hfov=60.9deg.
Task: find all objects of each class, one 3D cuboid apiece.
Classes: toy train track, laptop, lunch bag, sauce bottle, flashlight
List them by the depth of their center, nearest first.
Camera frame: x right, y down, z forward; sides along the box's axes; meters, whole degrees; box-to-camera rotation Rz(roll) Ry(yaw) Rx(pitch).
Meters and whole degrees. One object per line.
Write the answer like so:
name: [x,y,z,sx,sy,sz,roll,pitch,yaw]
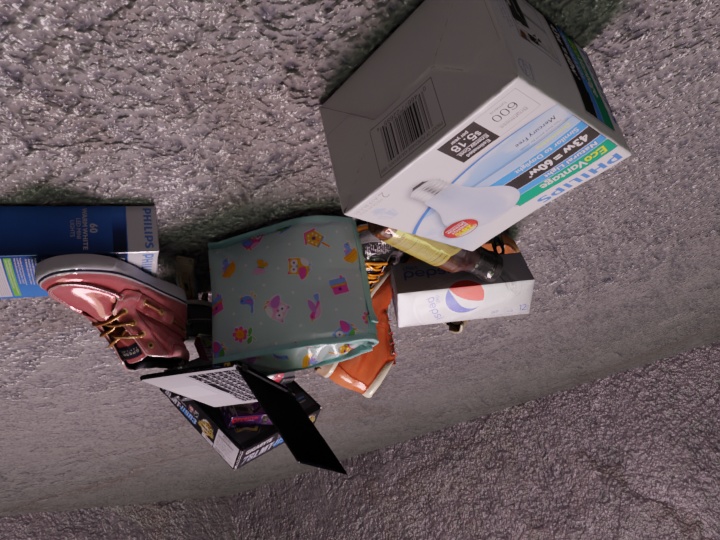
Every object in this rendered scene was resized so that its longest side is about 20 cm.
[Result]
laptop: [-0.135,0.190,0.746,0.195,0.119,0.188,-9,156,12]
lunch bag: [-0.081,0.033,0.768,0.195,0.174,0.122,-13,156,6]
sauce bottle: [0.102,-0.038,0.788,0.197,0.067,0.066,22,142,-31]
toy train track: [-0.237,0.033,0.859,0.112,0.033,0.201,11,146,-4]
flashlight: [-0.186,0.152,0.934,0.067,0.070,0.198,-3,177,41]

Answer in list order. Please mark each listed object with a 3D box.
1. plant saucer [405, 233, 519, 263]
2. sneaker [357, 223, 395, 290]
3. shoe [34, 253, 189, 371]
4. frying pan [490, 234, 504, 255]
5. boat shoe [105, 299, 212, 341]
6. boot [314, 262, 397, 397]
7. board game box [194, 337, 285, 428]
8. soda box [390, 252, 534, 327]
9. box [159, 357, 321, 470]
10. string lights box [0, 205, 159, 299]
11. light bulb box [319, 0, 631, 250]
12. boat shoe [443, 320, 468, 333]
plant saucer: [0.152,-0.012,0.972,0.195,0.038,0.201,-12,158,-5]
sneaker: [0.000,0.000,0.863,0.077,0.079,0.200,3,150,-29]
shoe: [-0.256,0.052,0.662,0.070,0.093,0.200,-21,158,18]
frying pan: [0.160,-0.067,0.819,0.112,0.031,0.192,-4,141,-5]
boat shoe: [-0.255,0.081,0.845,0.194,0.064,0.073,7,146,2]
boot: [0.022,0.090,0.936,0.106,0.203,0.075,31,168,-8]
board game box: [-0.191,0.174,1.011,0.118,0.201,0.033,9,119,-38]
soda box: [0.143,0.027,0.878,0.194,0.069,0.065,-5,128,-3]
box: [-0.196,0.213,1.022,0.198,0.197,0.050,-14,136,-54]
string lights box: [-0.322,-0.018,0.660,0.195,0.060,0.103,-3,155,-24]
light bulb box: [0.102,-0.130,0.563,0.197,0.128,0.197,10,147,-42]
boat shoe: [0.153,0.067,1.004,0.196,0.078,0.072,0,154,-31]
